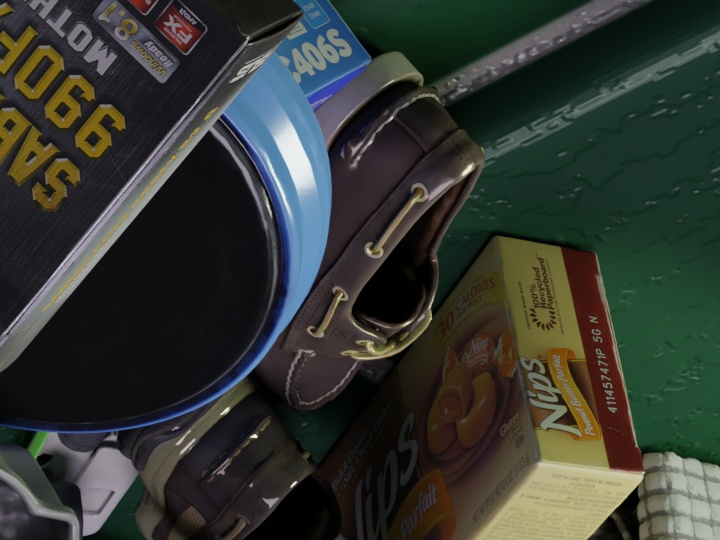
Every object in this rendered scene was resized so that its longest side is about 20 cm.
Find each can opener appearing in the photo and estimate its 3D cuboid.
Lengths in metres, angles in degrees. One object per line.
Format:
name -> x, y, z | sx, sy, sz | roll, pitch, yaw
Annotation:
can opener -> -0.104, 0.075, 1.128 | 0.053, 0.067, 0.200 | 10, 141, -26

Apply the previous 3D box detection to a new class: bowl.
bowl -> -0.110, -0.024, 0.877 | 0.200, 0.039, 0.201 | 5, 131, 6

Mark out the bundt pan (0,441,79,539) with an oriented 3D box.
bundt pan -> -0.193, 0.124, 0.956 | 0.201, 0.076, 0.203 | -9, 124, -14

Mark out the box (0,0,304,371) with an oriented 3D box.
box -> -0.140, -0.086, 0.780 | 0.158, 0.200, 0.048 | -47, 176, 25

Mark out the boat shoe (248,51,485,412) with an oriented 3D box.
boat shoe -> 0.000, 0.000, 1.034 | 0.072, 0.060, 0.200 | -32, 157, -35

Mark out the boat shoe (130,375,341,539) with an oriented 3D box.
boat shoe -> -0.052, 0.104, 1.130 | 0.074, 0.073, 0.200 | -44, 166, -9

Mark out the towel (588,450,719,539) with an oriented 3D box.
towel -> 0.204, 0.194, 1.282 | 0.199, 0.166, 0.086 | 13, 145, -28

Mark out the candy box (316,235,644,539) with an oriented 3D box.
candy box -> 0.046, 0.090, 1.141 | 0.055, 0.116, 0.200 | 9, 141, -22

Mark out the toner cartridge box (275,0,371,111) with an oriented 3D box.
toner cartridge box -> -0.093, -0.028, 0.964 | 0.200, 0.043, 0.095 | -38, 179, 34

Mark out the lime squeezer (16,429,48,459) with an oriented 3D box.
lime squeezer -> -0.188, 0.122, 1.032 | 0.200, 0.038, 0.071 | -33, 115, 0
